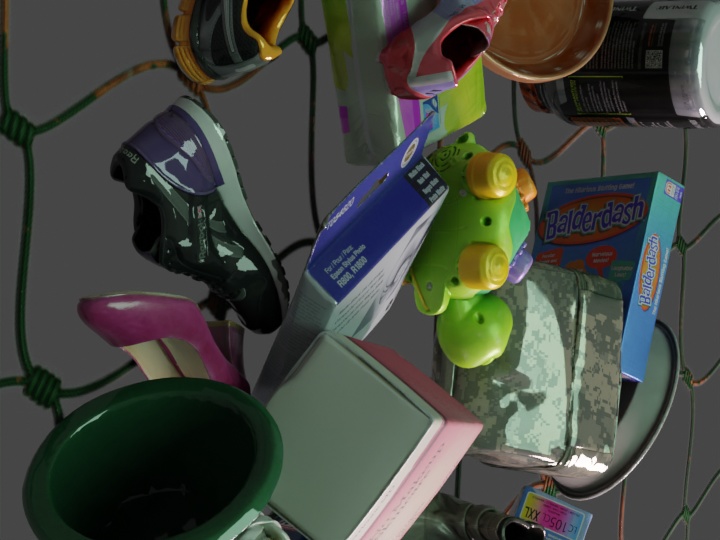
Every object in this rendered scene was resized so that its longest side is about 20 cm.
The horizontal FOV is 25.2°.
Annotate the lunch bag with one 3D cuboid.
[{"bbox_3d":[0.140,0.084,1.486,0.167,0.139,0.202,13,81,-38],"label":"lunch bag"}]

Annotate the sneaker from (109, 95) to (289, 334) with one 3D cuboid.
[{"bbox_3d":[-0.123,-0.022,1.167,0.087,0.076,0.201,-39,126,-23],"label":"sneaker"}]

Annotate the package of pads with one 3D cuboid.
[{"bbox_3d":[0.038,-0.205,1.360,0.154,0.068,0.201,-32,120,-49],"label":"package of pads"}]

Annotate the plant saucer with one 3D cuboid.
[{"bbox_3d":[0.147,-0.271,1.484,0.199,0.032,0.202,4,82,-31],"label":"plant saucer"}]

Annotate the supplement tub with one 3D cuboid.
[{"bbox_3d":[0.261,-0.201,1.569,0.122,0.199,0.124,-11,103,-55],"label":"supplement tub"}]

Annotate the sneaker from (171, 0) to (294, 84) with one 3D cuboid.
[{"bbox_3d":[-0.075,-0.232,1.185,0.078,0.077,0.201,23,74,-52],"label":"sneaker"}]

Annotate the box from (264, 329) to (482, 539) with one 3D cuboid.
[{"bbox_3d":[0.001,0.132,1.229,0.128,0.109,0.200,-53,165,4],"label":"box"}]

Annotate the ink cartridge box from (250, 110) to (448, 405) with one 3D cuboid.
[{"bbox_3d":[0.000,0.000,1.252,0.200,0.040,0.201,-47,165,-48],"label":"ink cartridge box"}]

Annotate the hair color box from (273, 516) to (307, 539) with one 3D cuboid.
[{"bbox_3d":[-0.088,0.274,1.245,0.200,0.060,0.101,-26,116,-52],"label":"hair color box"}]

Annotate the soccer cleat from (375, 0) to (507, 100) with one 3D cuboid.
[{"bbox_3d":[0.088,-0.204,1.307,0.200,0.076,0.067,-50,132,-37],"label":"soccer cleat"}]

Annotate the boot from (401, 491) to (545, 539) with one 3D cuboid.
[{"bbox_3d":[0.076,0.217,1.413,0.200,0.130,0.068,23,72,-54],"label":"boot"}]

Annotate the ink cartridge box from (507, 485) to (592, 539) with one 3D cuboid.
[{"bbox_3d":[0.144,0.325,1.530,0.137,0.076,0.201,100,14,-64],"label":"ink cartridge box"}]

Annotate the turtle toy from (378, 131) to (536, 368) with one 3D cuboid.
[{"bbox_3d":[0.090,-0.017,1.379,0.101,0.145,0.202,4,90,-42],"label":"turtle toy"}]

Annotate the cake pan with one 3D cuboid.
[{"bbox_3d":[0.239,0.130,1.609,0.037,0.200,0.201,29,67,-19],"label":"cake pan"}]

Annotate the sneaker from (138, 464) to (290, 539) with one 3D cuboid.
[{"bbox_3d":[-0.097,0.189,1.153,0.076,0.081,0.201,-25,82,-51],"label":"sneaker"}]

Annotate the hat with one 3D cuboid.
[{"bbox_3d":[-0.138,0.195,1.113,0.166,0.198,0.177,-99,179,-49],"label":"hat"}]

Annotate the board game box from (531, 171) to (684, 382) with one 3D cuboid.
[{"bbox_3d":[0.230,0.007,1.590,0.045,0.152,0.201,25,73,-35],"label":"board game box"}]

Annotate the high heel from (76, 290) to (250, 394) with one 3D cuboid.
[{"bbox_3d":[-0.139,0.073,1.142,0.200,0.067,0.097,33,56,-66],"label":"high heel"}]
